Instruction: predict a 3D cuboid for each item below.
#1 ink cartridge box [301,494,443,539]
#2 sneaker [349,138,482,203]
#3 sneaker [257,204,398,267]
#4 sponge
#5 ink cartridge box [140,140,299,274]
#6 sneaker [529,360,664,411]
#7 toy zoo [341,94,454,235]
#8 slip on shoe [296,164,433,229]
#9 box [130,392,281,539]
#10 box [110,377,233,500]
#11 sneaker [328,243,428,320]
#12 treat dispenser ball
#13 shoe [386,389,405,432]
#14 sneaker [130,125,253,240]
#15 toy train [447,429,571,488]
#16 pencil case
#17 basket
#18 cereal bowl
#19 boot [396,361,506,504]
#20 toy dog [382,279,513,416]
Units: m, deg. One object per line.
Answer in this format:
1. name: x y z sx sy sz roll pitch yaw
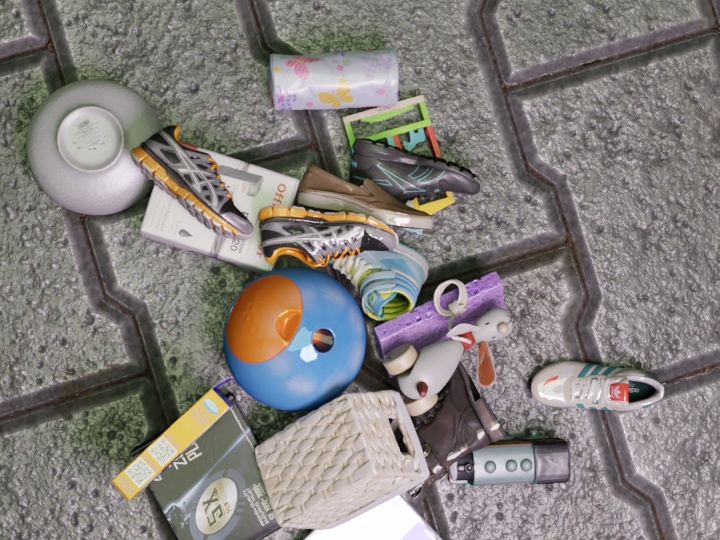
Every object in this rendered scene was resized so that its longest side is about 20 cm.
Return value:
1. ink cartridge box: 0.016 0.426 1.662 0.200 0.043 0.198 -42 92 -9
2. sneaker: 0.079 -0.136 1.674 0.199 0.075 0.080 15 99 1
3. sneaker: -0.046 -0.040 1.588 0.199 0.078 0.078 5 76 -2
4. sponge: 0.120 0.080 1.662 0.199 0.112 0.030 -24 55 -7
5. ink cartridge box: -0.202 -0.090 1.647 0.199 0.085 0.146 17 85 -7
6. sneaker: 0.355 0.172 1.688 0.199 0.093 0.071 4 86 -6
7. toy zoo: 0.061 -0.150 1.710 0.131 0.020 0.201 -17 89 -7
8. slip on shoe: 0.010 -0.103 1.628 0.199 0.076 0.061 13 91 9
9. box: -0.206 0.300 1.623 0.163 0.086 0.201 -29 90 -6
10. box: -0.240 0.221 1.522 0.200 0.119 0.042 -41 88 -6
11. sneaker: 0.000 0.000 1.637 0.199 0.131 0.080 20 128 -4
12. treat dispenser ball: -0.091 0.095 1.590 0.200 0.201 0.202 0 87 -6
13. shoe: -0.005 0.252 1.664 0.070 0.053 0.200 41 83 -3
14. sneaker: -0.219 -0.119 1.561 0.200 0.078 0.077 42 77 -3
15. toy train: 0.213 0.277 1.657 0.199 0.114 0.086 0 86 -6
16. pencil case: -0.039 -0.283 1.674 0.199 0.083 0.091 -5 47 -7
17. basket: -0.031 0.262 1.556 0.200 0.123 0.136 -34 65 28
18. cereal bowl: -0.382 -0.180 1.633 0.199 0.083 0.201 0 88 -6
19. boot: 0.098 0.221 1.626 0.174 0.200 0.069 -33 127 1
20. toy dog: 0.125 0.121 1.574 0.132 0.096 0.200 38 91 -18
